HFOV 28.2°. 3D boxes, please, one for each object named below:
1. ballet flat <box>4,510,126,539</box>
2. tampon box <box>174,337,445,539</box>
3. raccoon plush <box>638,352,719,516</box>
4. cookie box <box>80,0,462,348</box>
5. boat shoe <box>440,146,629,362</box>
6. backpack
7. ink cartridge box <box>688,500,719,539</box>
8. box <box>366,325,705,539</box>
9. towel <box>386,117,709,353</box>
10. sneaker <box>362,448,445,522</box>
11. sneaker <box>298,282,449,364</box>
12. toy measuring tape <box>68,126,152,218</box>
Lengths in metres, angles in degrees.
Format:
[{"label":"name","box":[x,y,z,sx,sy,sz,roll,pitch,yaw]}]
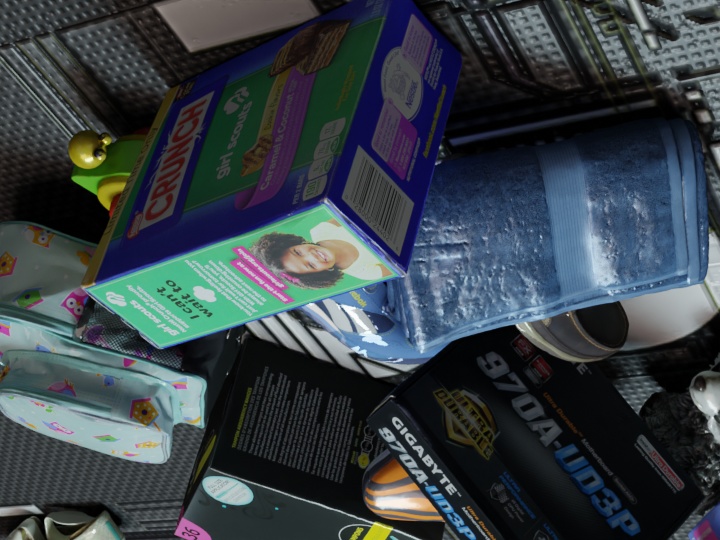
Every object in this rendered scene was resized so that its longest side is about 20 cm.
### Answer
[{"label":"ballet flat","box":[-0.335,0.290,1.548,0.198,0.067,0.063,-13,110,29]},{"label":"tampon box","box":[-0.036,0.172,1.200,0.198,0.127,0.150,19,145,-7]},{"label":"raccoon plush","box":[0.298,0.108,1.062,0.199,0.098,0.134,5,144,-46]},{"label":"cookie box","box":[-0.052,-0.058,0.846,0.199,0.172,0.075,-18,132,38]},{"label":"boat shoe","box":[0.127,-0.007,0.938,0.073,0.075,0.200,-17,136,37]},{"label":"backpack","box":[-0.199,0.050,1.064,0.198,0.155,0.176,24,163,1]},{"label":"ink cartridge box","box":[0.320,0.161,1.037,0.198,0.042,0.120,-18,153,-25]},{"label":"box","box":[0.122,0.130,0.985,0.201,0.159,0.046,51,144,5]},{"label":"towel","box":[0.111,-0.023,0.863,0.197,0.049,0.113,-12,118,-3]},{"label":"sneaker","box":[0.102,0.170,1.051,0.197,0.113,0.078,-9,124,-1]},{"label":"sneaker","box":[0.000,0.000,0.995,0.199,0.075,0.082,29,139,-24]},{"label":"toy measuring tape","box":[-0.116,-0.043,0.986,0.073,0.074,0.199,-18,143,38]}]
